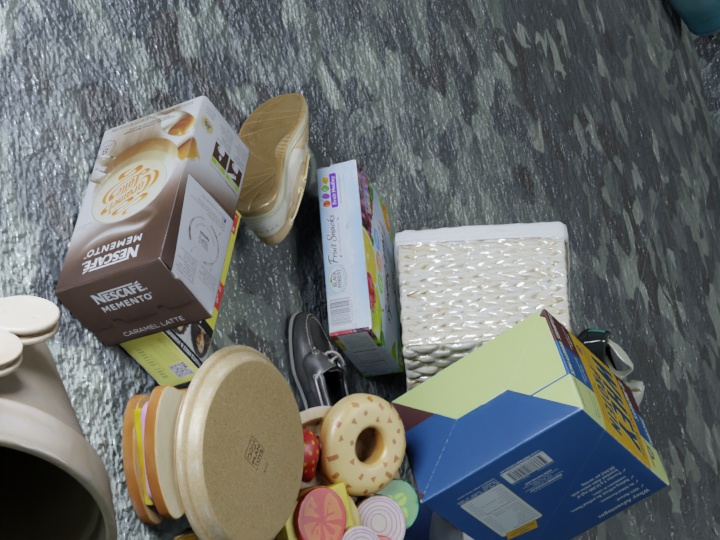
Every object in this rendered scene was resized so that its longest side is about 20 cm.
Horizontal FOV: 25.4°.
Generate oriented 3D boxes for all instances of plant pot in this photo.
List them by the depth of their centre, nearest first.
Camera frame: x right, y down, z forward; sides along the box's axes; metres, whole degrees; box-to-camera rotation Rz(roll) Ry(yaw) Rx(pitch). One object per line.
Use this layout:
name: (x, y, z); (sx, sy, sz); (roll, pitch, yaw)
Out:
plant pot: (-0.263, 0.116, 1.055); (0.200, 0.199, 0.174); (50, 18, -39)
plant pot: (0.763, -0.665, 3.596); (0.188, 0.200, 0.201); (37, 40, -28)

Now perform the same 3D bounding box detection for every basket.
basket: (0.143, 0.068, 1.790); (0.199, 0.199, 0.162); (81, 5, -52)

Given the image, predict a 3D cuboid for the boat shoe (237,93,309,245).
boat shoe: (-0.089, -0.105, 1.662); (0.201, 0.073, 0.069); (-76, 153, -45)

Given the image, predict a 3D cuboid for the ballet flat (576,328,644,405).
ballet flat: (0.394, 0.175, 2.456); (0.201, 0.068, 0.068); (61, 27, -24)

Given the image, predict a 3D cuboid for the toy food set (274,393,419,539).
toy food set: (-0.022, 0.228, 1.535); (0.199, 0.048, 0.199); (-17, 95, -43)

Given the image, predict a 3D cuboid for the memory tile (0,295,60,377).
memory tile: (-0.304, 0.040, 1.000); (0.153, 0.199, 0.017); (-55, 153, -62)

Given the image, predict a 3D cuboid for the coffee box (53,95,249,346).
coffee box: (-0.177, -0.044, 1.385); (0.080, 0.114, 0.201); (52, 32, -38)

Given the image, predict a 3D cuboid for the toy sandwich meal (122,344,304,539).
toy sandwich meal: (-0.124, 0.160, 1.392); (0.205, 0.070, 0.207); (10, 78, -59)

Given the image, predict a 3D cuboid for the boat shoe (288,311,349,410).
boat shoe: (-0.028, 0.135, 1.640); (0.067, 0.057, 0.201); (19, 58, -59)

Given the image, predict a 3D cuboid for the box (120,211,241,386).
box: (-0.162, 0.005, 1.457); (0.075, 0.050, 0.201); (52, 33, -36)

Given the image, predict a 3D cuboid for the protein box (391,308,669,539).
protein box: (0.178, 0.181, 1.672); (0.200, 0.198, 0.135); (39, 25, -44)

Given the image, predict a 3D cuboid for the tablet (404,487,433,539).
tablet: (0.059, 0.334, 1.745); (0.130, 0.014, 0.201); (24, 53, -58)

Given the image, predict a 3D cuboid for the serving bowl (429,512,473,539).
serving bowl: (0.125, 0.332, 1.789); (0.200, 0.065, 0.201); (51, 31, -46)

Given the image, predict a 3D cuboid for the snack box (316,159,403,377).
snack box: (0.000, 0.000, 1.754); (0.142, 0.053, 0.201); (56, 26, -64)
